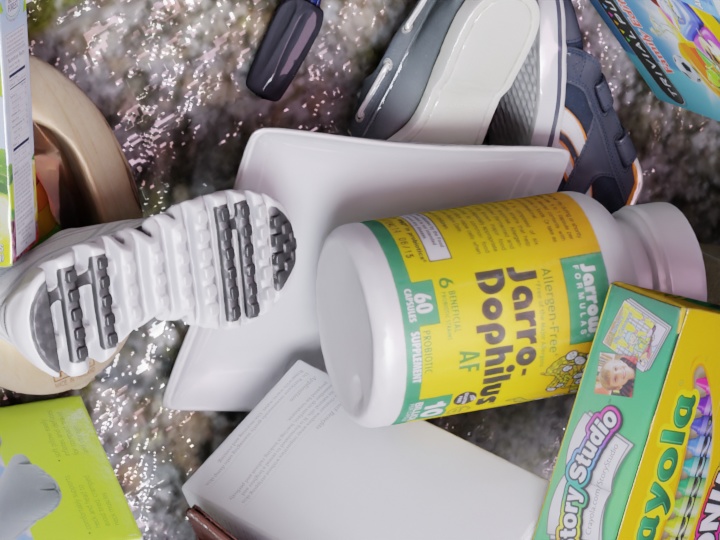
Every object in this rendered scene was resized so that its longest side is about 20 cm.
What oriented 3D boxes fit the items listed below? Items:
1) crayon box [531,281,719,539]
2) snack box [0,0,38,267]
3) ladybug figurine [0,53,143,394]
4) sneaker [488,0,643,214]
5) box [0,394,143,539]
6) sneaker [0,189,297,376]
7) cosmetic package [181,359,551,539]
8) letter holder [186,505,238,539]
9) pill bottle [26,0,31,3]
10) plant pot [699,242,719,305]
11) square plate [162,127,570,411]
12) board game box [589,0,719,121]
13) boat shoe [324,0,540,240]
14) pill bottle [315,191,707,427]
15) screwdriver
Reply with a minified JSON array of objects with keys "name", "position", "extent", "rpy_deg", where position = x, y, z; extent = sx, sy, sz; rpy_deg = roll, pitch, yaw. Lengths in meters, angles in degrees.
[{"name":"crayon box","position":[0.172,0.118,1.270],"extent":[0.172,0.058,0.202],"rpy_deg":[11,97,-52]},{"name":"snack box","position":[-0.263,-0.079,1.163],"extent":[0.198,0.053,0.143],"rpy_deg":[2,105,9]},{"name":"ladybug figurine","position":[-0.188,-0.027,1.257],"extent":[0.135,0.072,0.201],"rpy_deg":[-23,113,-19]},{"name":"sneaker","position":[0.120,-0.082,1.385],"extent":[0.079,0.078,0.201],"rpy_deg":[-9,119,-18]},{"name":"box","position":[-0.228,0.134,1.254],"extent":[0.199,0.122,0.048],"rpy_deg":[-8,132,-23]},{"name":"sneaker","position":[-0.116,-0.002,1.220],"extent":[0.199,0.081,0.076],"rpy_deg":[-14,107,-44]},{"name":"cosmetic package","position":[0.013,0.143,1.300],"extent":[0.113,0.199,0.081],"rpy_deg":[-45,141,-24]},{"name":"letter holder","position":[-0.044,0.237,1.244],"extent":[0.101,0.200,0.142],"rpy_deg":[-45,158,-18]},{"name":"pill bottle","position":[-0.117,-0.221,1.208],"extent":[0.199,0.120,0.120],"rpy_deg":[-32,116,-13]},{"name":"plant pot","position":[0.258,0.086,1.441],"extent":[0.176,0.200,0.201],"rpy_deg":[25,93,-19]},{"name":"square plate","position":[0.000,0.000,1.346],"extent":[0.199,0.029,0.199],"rpy_deg":[2,127,-26]},{"name":"board game box","position":[0.197,-0.146,1.331],"extent":[0.047,0.200,0.151],"rpy_deg":[-43,117,-8]},{"name":"boat shoe","position":[0.031,-0.091,1.348],"extent":[0.072,0.062,0.201],"rpy_deg":[12,120,-38]},{"name":"pill bottle","position":[0.084,0.017,1.300],"extent":[0.198,0.113,0.114],"rpy_deg":[-8,108,-18]},{"name":"screwdriver","position":[-0.013,-0.187,1.317],"extent":[0.029,0.028,0.201],"rpy_deg":[14,103,-56]}]
